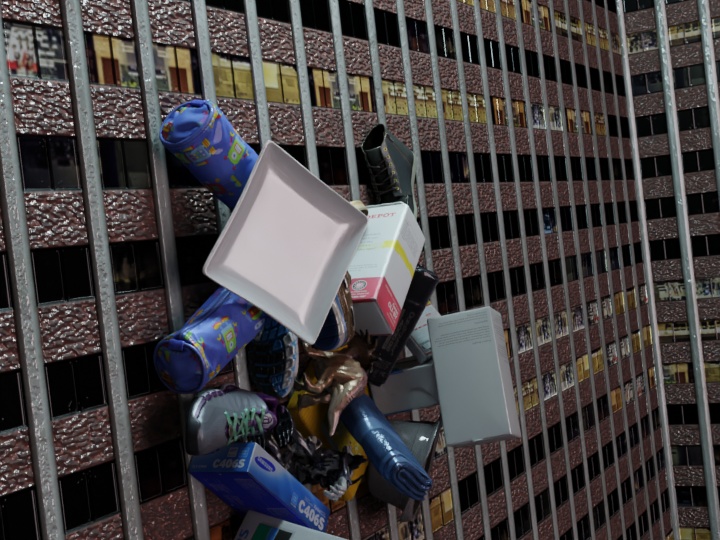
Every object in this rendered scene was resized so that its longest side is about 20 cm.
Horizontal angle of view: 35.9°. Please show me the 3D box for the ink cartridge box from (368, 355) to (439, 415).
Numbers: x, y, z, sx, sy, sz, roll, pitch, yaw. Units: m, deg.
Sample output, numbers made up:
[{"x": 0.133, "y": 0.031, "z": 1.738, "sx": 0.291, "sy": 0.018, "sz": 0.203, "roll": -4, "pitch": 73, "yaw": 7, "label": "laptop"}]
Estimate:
[{"x": 0.099, "y": 0.178, "z": 1.833, "sx": 0.200, "sy": 0.116, "sz": 0.068, "roll": -19, "pitch": 95, "yaw": -72, "label": "ink cartridge box"}]

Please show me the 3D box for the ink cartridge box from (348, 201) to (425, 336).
[{"x": 0.000, "y": 0.000, "z": 1.680, "sx": 0.083, "sy": 0.145, "sz": 0.200, "roll": 60, "pitch": 37, "yaw": -38, "label": "ink cartridge box"}]

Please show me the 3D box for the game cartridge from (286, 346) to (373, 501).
[{"x": -0.032, "y": 0.221, "z": 1.701, "sx": 0.200, "sy": 0.032, "sz": 0.176, "roll": 65, "pitch": 34, "yaw": -32, "label": "game cartridge"}]

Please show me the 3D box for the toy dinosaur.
[{"x": -0.023, "y": 0.146, "z": 1.574, "sx": 0.200, "sy": 0.135, "sz": 0.086, "roll": -109, "pitch": -158, "yaw": -57, "label": "toy dinosaur"}]

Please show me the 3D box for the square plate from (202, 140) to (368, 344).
[{"x": -0.096, "y": -0.034, "z": 1.448, "sx": 0.200, "sy": 0.028, "sz": 0.198, "roll": 37, "pitch": 67, "yaw": -34, "label": "square plate"}]

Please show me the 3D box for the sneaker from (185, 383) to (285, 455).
[{"x": -0.153, "y": 0.181, "z": 1.379, "sx": 0.200, "sy": 0.087, "sz": 0.075, "roll": -41, "pitch": 135, "yaw": -77, "label": "sneaker"}]

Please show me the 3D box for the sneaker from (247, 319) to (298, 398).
[{"x": -0.110, "y": 0.078, "z": 1.552, "sx": 0.087, "sy": 0.075, "sz": 0.200, "roll": 10, "pitch": 77, "yaw": -66, "label": "sneaker"}]

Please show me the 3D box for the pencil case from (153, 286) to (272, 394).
[{"x": -0.182, "y": 0.074, "z": 1.413, "sx": 0.200, "sy": 0.078, "sz": 0.087, "roll": -48, "pitch": 136, "yaw": -53, "label": "pencil case"}]

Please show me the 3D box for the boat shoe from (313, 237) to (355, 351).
[{"x": -0.053, "y": 0.011, "z": 1.557, "sx": 0.072, "sy": 0.072, "sz": 0.200, "roll": -7, "pitch": 88, "yaw": -61, "label": "boat shoe"}]

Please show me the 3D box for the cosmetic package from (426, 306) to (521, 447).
[{"x": 0.174, "y": 0.166, "z": 1.711, "sx": 0.085, "sy": 0.108, "sz": 0.200, "roll": 28, "pitch": 53, "yaw": -68, "label": "cosmetic package"}]

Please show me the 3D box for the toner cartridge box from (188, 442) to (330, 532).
[{"x": -0.129, "y": 0.289, "z": 1.453, "sx": 0.200, "sy": 0.095, "sz": 0.043, "roll": 53, "pitch": 41, "yaw": -44, "label": "toner cartridge box"}]

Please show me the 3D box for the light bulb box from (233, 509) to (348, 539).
[{"x": -0.053, "y": 0.425, "z": 1.435, "sx": 0.198, "sy": 0.200, "sz": 0.125, "roll": 53, "pitch": 55, "yaw": -43, "label": "light bulb box"}]

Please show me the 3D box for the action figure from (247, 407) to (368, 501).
[{"x": -0.070, "y": 0.277, "z": 1.547, "sx": 0.200, "sy": 0.119, "sz": 0.102, "roll": 44, "pitch": 38, "yaw": -36, "label": "action figure"}]

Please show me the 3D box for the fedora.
[{"x": 0.066, "y": 0.301, "z": 1.766, "sx": 0.177, "sy": 0.090, "sz": 0.200, "roll": -64, "pitch": 166, "yaw": -45, "label": "fedora"}]

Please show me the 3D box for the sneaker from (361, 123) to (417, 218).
[{"x": 0.039, "y": -0.143, "z": 1.864, "sx": 0.106, "sy": 0.075, "sz": 0.200, "roll": 42, "pitch": 41, "yaw": -44, "label": "sneaker"}]

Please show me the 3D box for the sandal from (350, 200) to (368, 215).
[{"x": -0.088, "y": -0.075, "z": 1.629, "sx": 0.212, "sy": 0.078, "sz": 0.070, "roll": -20, "pitch": 61, "yaw": -39, "label": "sandal"}]

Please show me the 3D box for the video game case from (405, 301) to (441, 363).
[{"x": 0.071, "y": 0.056, "z": 1.819, "sx": 0.200, "sy": 0.017, "sz": 0.143, "roll": 52, "pitch": 28, "yaw": 12, "label": "video game case"}]

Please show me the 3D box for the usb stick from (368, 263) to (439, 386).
[{"x": 0.057, "y": 0.085, "z": 1.723, "sx": 0.055, "sy": 0.033, "sz": 0.200, "roll": 25, "pitch": 95, "yaw": -21, "label": "usb stick"}]

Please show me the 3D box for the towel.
[{"x": 0.022, "y": 0.243, "z": 1.606, "sx": 0.112, "sy": 0.049, "sz": 0.200, "roll": 46, "pitch": 3, "yaw": -45, "label": "towel"}]

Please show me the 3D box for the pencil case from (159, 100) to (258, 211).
[{"x": -0.174, "y": -0.143, "z": 1.451, "sx": 0.200, "sy": 0.078, "sz": 0.087, "roll": 46, "pitch": 63, "yaw": -48, "label": "pencil case"}]
